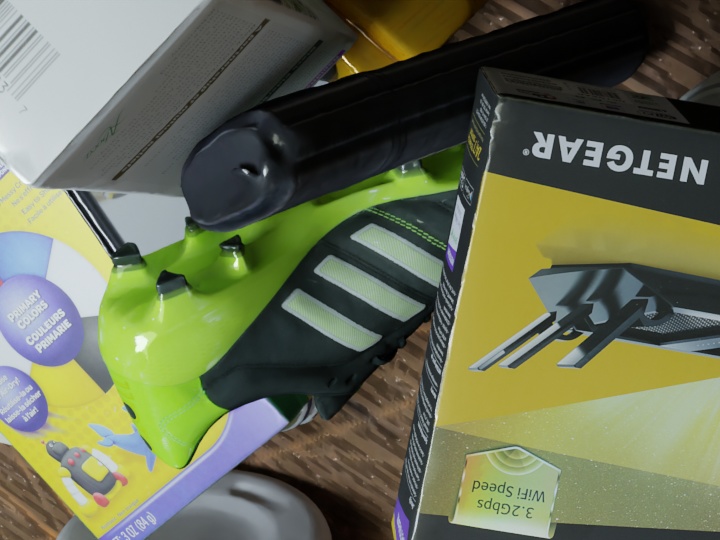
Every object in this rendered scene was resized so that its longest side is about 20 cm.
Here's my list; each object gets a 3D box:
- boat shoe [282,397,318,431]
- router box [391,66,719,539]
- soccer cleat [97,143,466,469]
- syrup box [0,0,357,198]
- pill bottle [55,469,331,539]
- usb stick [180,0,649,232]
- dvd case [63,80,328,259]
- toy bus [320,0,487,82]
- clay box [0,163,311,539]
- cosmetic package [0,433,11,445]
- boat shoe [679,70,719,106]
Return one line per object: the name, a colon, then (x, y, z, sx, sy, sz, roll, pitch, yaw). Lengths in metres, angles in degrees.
boat shoe: (-0.044, -0.021, 1.008, 0.072, 0.062, 0.201, 9, 119, 32)
router box: (0.120, 0.031, 0.825, 0.199, 0.052, 0.158, 9, 104, -6)
soccer cleat: (0.000, 0.000, 0.910, 0.067, 0.199, 0.081, 36, 144, 52)
syrup box: (-0.071, -0.076, 0.784, 0.079, 0.200, 0.081, 45, 97, 7)
pill bottle: (-0.063, 0.198, 1.112, 0.119, 0.120, 0.201, 13, 122, 31)
usb stick: (0.022, -0.053, 0.845, 0.055, 0.199, 0.033, -32, 83, 44)
dvd case: (-0.053, -0.074, 0.941, 0.201, 0.142, 0.018, 55, 167, -3)
toy bus: (-0.037, -0.153, 0.897, 0.200, 0.065, 0.078, 48, 159, -4)
clay box: (-0.118, 0.002, 0.989, 0.200, 0.048, 0.115, 47, 126, -4)
cosmetic package: (-0.121, -0.027, 1.055, 0.103, 0.073, 0.201, 10, 120, 31)
boat shoe: (0.096, 0.012, 0.918, 0.072, 0.068, 0.200, 43, 133, 8)
